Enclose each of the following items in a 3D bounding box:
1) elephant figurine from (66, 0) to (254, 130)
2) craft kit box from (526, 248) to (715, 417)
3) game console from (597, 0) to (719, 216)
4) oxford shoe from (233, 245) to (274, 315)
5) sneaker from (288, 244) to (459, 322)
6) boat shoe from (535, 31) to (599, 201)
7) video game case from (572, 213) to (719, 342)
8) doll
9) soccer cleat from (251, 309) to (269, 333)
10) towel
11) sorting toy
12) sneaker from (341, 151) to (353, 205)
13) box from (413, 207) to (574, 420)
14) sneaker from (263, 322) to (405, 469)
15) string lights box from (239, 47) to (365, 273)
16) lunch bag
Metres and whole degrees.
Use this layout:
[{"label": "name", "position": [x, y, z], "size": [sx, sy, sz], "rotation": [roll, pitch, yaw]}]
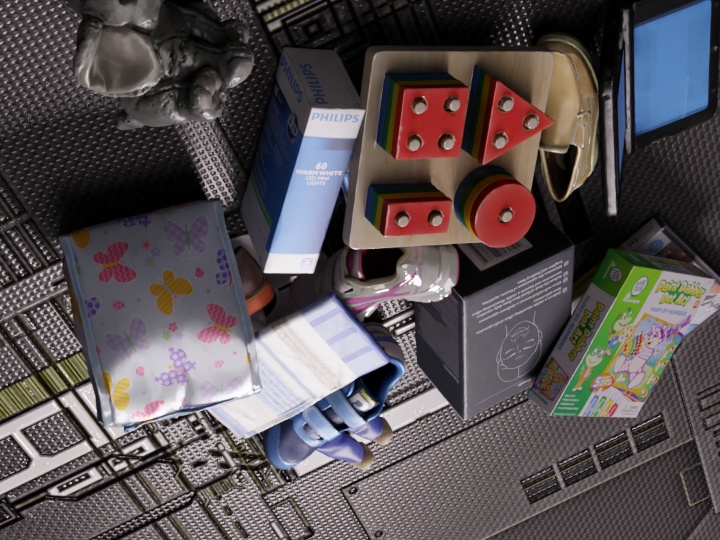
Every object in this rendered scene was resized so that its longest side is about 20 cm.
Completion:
[{"label": "elephant figurine", "position": [-0.199, -0.219, 1.347], "size": [0.200, 0.141, 0.156], "rotation": [37, 82, -42]}, {"label": "craft kit box", "position": [0.302, 0.076, 1.788], "size": [0.199, 0.048, 0.199], "rotation": [6, 113, -51]}, {"label": "game console", "position": [0.312, -0.180, 1.612], "size": [0.115, 0.177, 0.201], "rotation": [2, 136, 14]}, {"label": "oxford shoe", "position": [-0.194, 0.037, 1.639], "size": [0.199, 0.071, 0.073], "rotation": [-26, 110, 3]}, {"label": "sneaker", "position": [0.000, 0.000, 1.631], "size": [0.199, 0.082, 0.088], "rotation": [-18, 151, 30]}, {"label": "boat shoe", "position": [0.209, -0.151, 1.601], "size": [0.071, 0.076, 0.201], "rotation": [11, 143, 27]}, {"label": "video game case", "position": [0.343, 0.039, 1.890], "size": [0.180, 0.026, 0.200], "rotation": [-41, 134, 15]}, {"label": "doll", "position": [-0.055, 0.177, 1.824], "size": [0.200, 0.048, 0.137], "rotation": [32, 98, -39]}, {"label": "soccer cleat", "position": [-0.146, 0.077, 1.694], "size": [0.198, 0.070, 0.087], "rotation": [0, 109, -20]}, {"label": "towel", "position": [-0.081, 0.102, 1.656], "size": [0.199, 0.024, 0.147], "rotation": [-28, 138, 12]}, {"label": "sorting toy", "position": [0.096, -0.111, 1.507], "size": [0.197, 0.070, 0.202], "rotation": [-4, 116, -24]}, {"label": "sneaker", "position": [0.018, -0.079, 1.597], "size": [0.074, 0.083, 0.200], "rotation": [-30, 138, 3]}, {"label": "box", "position": [0.147, 0.041, 1.729], "size": [0.148, 0.107, 0.201], "rotation": [-24, 137, -20]}, {"label": "sneaker", "position": [-0.028, 0.146, 1.742], "size": [0.200, 0.082, 0.074], "rotation": [-47, 123, -4]}, {"label": "string lights box", "position": [-0.061, -0.106, 1.522], "size": [0.059, 0.103, 0.201], "rotation": [1, 131, -23]}, {"label": "lunch bag", "position": [-0.199, 0.046, 1.536], "size": [0.168, 0.202, 0.127], "rotation": [-15, 178, -11]}]
